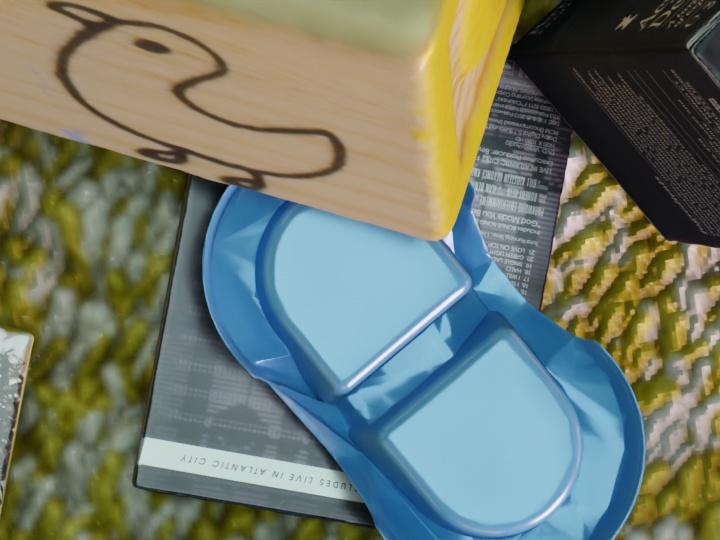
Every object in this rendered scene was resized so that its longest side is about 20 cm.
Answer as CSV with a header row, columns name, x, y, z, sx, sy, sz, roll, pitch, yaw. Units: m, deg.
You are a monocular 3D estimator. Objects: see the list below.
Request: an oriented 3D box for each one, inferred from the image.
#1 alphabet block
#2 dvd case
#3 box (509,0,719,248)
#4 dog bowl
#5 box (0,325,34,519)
name,x,y,z,sx,sy,sz,roll,pitch,yaw
alphabet block,-0.039,-0.149,0.987,0.200,0.195,0.196,16,76,9
dvd case,0.000,0.000,1.114,0.149,0.016,0.200,10,87,-8
box,0.167,-0.091,1.035,0.148,0.200,0.107,-44,102,-9
dog bowl,0.021,0.034,1.084,0.111,0.050,0.200,-40,95,-7
box,-0.177,0.115,1.074,0.075,0.050,0.200,9,89,-7
